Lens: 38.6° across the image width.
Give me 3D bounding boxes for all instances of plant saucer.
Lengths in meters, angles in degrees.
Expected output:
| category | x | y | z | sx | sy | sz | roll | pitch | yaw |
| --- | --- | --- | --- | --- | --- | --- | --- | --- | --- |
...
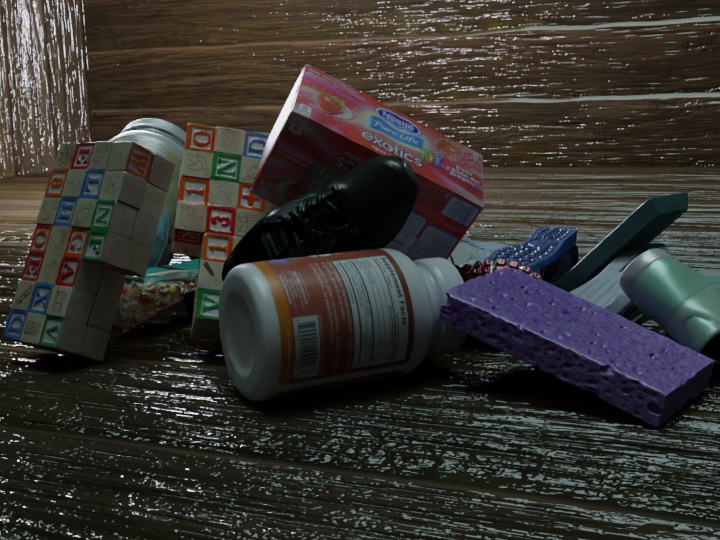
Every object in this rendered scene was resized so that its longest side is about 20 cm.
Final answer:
| category | x | y | z | sx | sy | sz | roll | pitch | yaw |
| --- | --- | --- | --- | --- | --- | --- | --- | --- | --- |
| plant saucer | 0.250 | -0.010 | 1.044 | 0.069 | 0.019 | 0.200 | -11 | -28 | -41 |

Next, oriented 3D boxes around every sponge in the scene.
| category | x | y | z | sx | sy | sz | roll | pitch | yaw |
| --- | --- | --- | --- | --- | --- | --- | --- | --- | --- |
| sponge | 0.173 | 0.055 | 0.829 | 0.198 | 0.030 | 0.111 | 26 | 25 | 31 |

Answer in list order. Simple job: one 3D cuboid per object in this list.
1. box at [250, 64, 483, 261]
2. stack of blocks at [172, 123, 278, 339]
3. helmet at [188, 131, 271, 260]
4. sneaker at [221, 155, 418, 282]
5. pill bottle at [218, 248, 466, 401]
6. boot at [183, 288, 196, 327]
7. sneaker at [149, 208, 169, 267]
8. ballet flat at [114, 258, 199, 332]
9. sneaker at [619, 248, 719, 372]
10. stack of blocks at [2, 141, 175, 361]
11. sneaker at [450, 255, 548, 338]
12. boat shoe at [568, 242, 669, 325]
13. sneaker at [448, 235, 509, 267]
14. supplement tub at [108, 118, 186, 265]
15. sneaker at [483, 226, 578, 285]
| category | x | y | z | sx | sy | sz | roll | pitch | yaw |
| --- | --- | --- | --- | --- | --- | --- | --- | --- | --- |
| box | 0.009 | -0.091 | 0.973 | 0.198 | 0.103 | 0.095 | 25 | 36 | -12 |
| stack of blocks | -0.127 | -0.036 | 1.017 | 0.113 | 0.203 | 0.059 | 7 | -22 | -11 |
| helmet | -0.127 | -0.083 | 1.320 | 0.198 | 0.193 | 0.200 | 22 | -18 | 8 |
| sneaker | -0.037 | -0.033 | 0.897 | 0.199 | 0.076 | 0.079 | -32 | -7 | 23 |
| pill bottle | -0.011 | 0.041 | 0.871 | 0.197 | 0.114 | 0.112 | -7 | 11 | -28 |
| boot | -0.078 | 0.005 | 1.130 | 0.164 | 0.066 | 0.199 | -29 | -8 | 29 |
| sneaker | -0.264 | -0.021 | 1.153 | 0.073 | 0.082 | 0.201 | 33 | 46 | -8 |
| ballet flat | -0.209 | 0.024 | 1.137 | 0.075 | 0.065 | 0.199 | 6 | 10 | 32 |
| sneaker | 0.317 | 0.056 | 0.915 | 0.199 | 0.074 | 0.119 | 16 | 32 | -45 |
| stack of blocks | -0.261 | -0.020 | 0.990 | 0.114 | 0.203 | 0.058 | 5 | -14 | 38 |
| sneaker | 0.109 | 0.032 | 1.026 | 0.198 | 0.075 | 0.081 | 16 | 59 | 27 |
| boat shoe | 0.234 | 0.040 | 0.954 | 0.199 | 0.063 | 0.072 | -31 | 16 | -33 |
| sneaker | 0.132 | 0.010 | 1.151 | 0.073 | 0.072 | 0.199 | -35 | -29 | 28 |
| supplement tub | -0.292 | -0.089 | 1.341 | 0.143 | 0.146 | 0.201 | 1 | 44 | 14 |
| sneaker | 0.192 | 0.008 | 1.121 | 0.069 | 0.079 | 0.199 | 5 | 16 | 32 |
